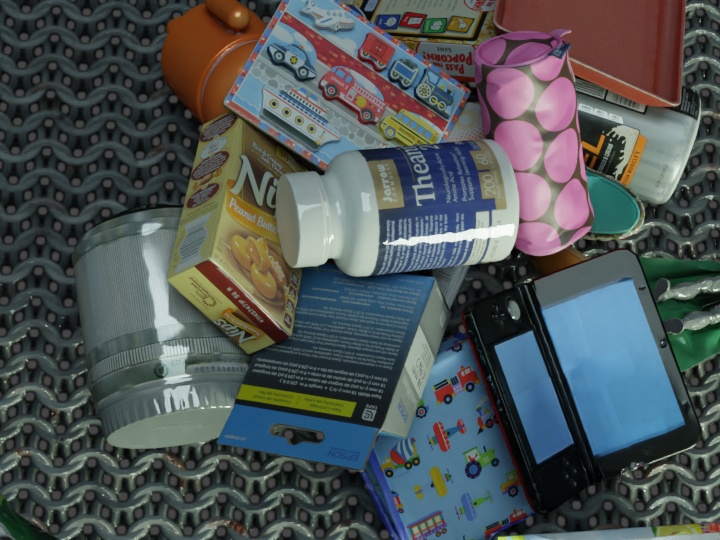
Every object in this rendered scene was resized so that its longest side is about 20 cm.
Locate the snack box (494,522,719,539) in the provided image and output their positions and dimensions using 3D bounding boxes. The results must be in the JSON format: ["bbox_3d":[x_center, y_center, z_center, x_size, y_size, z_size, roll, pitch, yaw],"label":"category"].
[{"bbox_3d":[0.208,0.276,1.432,0.199,0.169,0.068,-4,71,-7],"label":"snack box"}]

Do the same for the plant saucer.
[{"bbox_3d":[0.221,-0.255,1.555,0.199,0.037,0.200,21,50,-11],"label":"plant saucer"}]

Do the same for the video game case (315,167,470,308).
[{"bbox_3d":[0.005,0.004,1.577,0.181,0.024,0.201,25,73,3],"label":"video game case"}]

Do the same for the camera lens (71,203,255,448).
[{"bbox_3d":[-0.178,0.049,1.473,0.159,0.160,0.201,-9,73,-8],"label":"camera lens"}]

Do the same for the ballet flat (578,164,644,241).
[{"bbox_3d":[0.185,-0.071,1.574,0.199,0.064,0.076,14,84,16],"label":"ballet flat"}]

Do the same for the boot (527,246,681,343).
[{"bbox_3d":[0.202,0.071,1.551,0.201,0.071,0.144,40,79,12],"label":"boot"}]

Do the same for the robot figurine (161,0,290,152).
[{"bbox_3d":[-0.120,-0.189,1.556,0.200,0.116,0.144,46,113,47],"label":"robot figurine"}]

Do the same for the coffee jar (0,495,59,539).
[{"bbox_3d":[-0.305,0.274,1.429,0.199,0.085,0.105,32,75,4],"label":"coffee jar"}]

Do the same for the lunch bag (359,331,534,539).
[{"bbox_3d":[0.081,0.179,1.493,0.150,0.094,0.201,-25,94,-13],"label":"lunch bag"}]

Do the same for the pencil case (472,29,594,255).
[{"bbox_3d":[0.166,-0.119,1.469,0.093,0.201,0.091,-29,32,-30],"label":"pencil case"}]

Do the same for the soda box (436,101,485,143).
[{"bbox_3d":[0.048,-0.132,1.557,0.199,0.064,0.069,14,64,17],"label":"soda box"}]

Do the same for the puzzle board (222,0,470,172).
[{"bbox_3d":[-0.009,-0.161,1.476,0.199,0.017,0.151,32,69,-12],"label":"puzzle board"}]

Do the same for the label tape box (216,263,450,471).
[{"bbox_3d":[-0.021,0.094,1.408,0.143,0.063,0.201,8,57,24],"label":"label tape box"}]

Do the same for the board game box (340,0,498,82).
[{"bbox_3d":[0.060,-0.256,1.591,0.199,0.046,0.152,7,46,18],"label":"board game box"}]

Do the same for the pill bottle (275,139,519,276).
[{"bbox_3d":[0.031,-0.054,1.409,0.199,0.111,0.112,-6,73,-16],"label":"pill bottle"}]

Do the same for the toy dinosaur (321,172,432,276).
[{"bbox_3d":[0.000,0.000,1.534,0.135,0.102,0.201,-4,93,9],"label":"toy dinosaur"}]

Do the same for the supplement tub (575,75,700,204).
[{"bbox_3d":[0.229,-0.151,1.595,0.199,0.123,0.123,18,71,2],"label":"supplement tub"}]

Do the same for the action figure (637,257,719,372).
[{"bbox_3d":[0.368,0.025,1.563,0.199,0.055,0.119,-10,76,-34],"label":"action figure"}]

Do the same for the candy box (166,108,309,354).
[{"bbox_3d":[-0.103,-0.039,1.432,0.055,0.115,0.201,-22,40,29],"label":"candy box"}]

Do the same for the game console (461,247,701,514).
[{"bbox_3d":[0.204,0.098,1.457,0.118,0.172,0.201,-22,87,31],"label":"game console"}]
